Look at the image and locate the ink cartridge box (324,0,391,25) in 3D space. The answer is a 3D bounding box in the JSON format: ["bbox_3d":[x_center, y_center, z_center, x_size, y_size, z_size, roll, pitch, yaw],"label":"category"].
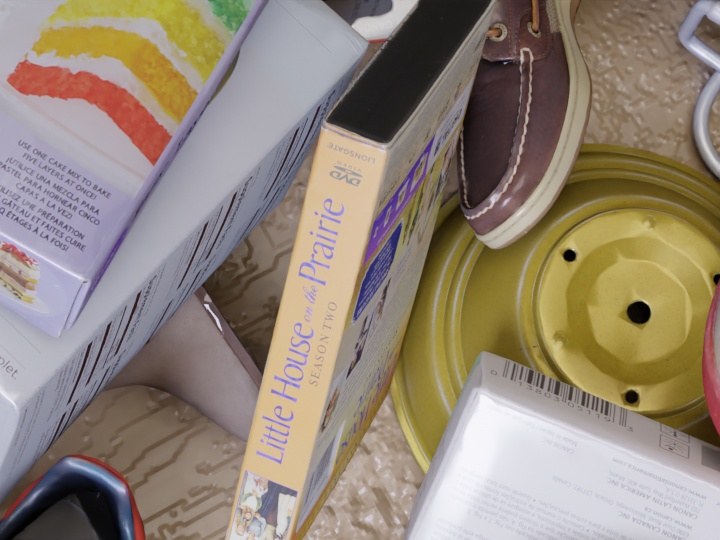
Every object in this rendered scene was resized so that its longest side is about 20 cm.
[{"bbox_3d":[-0.086,-0.158,1.040,0.199,0.085,0.145,-20,78,-10],"label":"ink cartridge box"}]

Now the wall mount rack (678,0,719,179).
[{"bbox_3d":[0.250,-0.111,1.067,0.173,0.075,0.200,35,75,3],"label":"wall mount rack"}]

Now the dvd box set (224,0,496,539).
[{"bbox_3d":[0.000,0.000,0.921,0.029,0.201,0.146,20,34,9],"label":"dvd box set"}]

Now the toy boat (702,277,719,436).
[{"bbox_3d":[0.214,0.028,0.963,0.130,0.131,0.200,19,48,15],"label":"toy boat"}]

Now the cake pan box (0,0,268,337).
[{"bbox_3d":[-0.137,-0.106,0.781,0.199,0.052,0.185,32,60,-2],"label":"cake pan box"}]

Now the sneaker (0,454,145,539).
[{"bbox_3d":[-0.132,0.152,0.823,0.075,0.085,0.201,18,58,1],"label":"sneaker"}]

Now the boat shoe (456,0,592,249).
[{"bbox_3d":[0.056,-0.102,1.019,0.072,0.072,0.201,26,53,-25],"label":"boat shoe"}]

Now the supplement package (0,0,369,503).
[{"bbox_3d":[-0.141,-0.053,0.868,0.191,0.147,0.200,41,62,2],"label":"supplement package"}]

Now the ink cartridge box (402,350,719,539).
[{"bbox_3d":[0.086,0.155,0.967,0.160,0.050,0.201,22,111,0],"label":"ink cartridge box"}]

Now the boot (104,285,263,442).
[{"bbox_3d":[-0.140,0.032,0.977,0.146,0.070,0.200,-39,96,-16],"label":"boot"}]

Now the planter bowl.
[{"bbox_3d":[0.114,0.027,1.009,0.199,0.083,0.202,2,74,-6],"label":"planter bowl"}]

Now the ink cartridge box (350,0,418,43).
[{"bbox_3d":[-0.027,-0.181,0.984,0.108,0.050,0.201,-8,76,-9],"label":"ink cartridge box"}]
